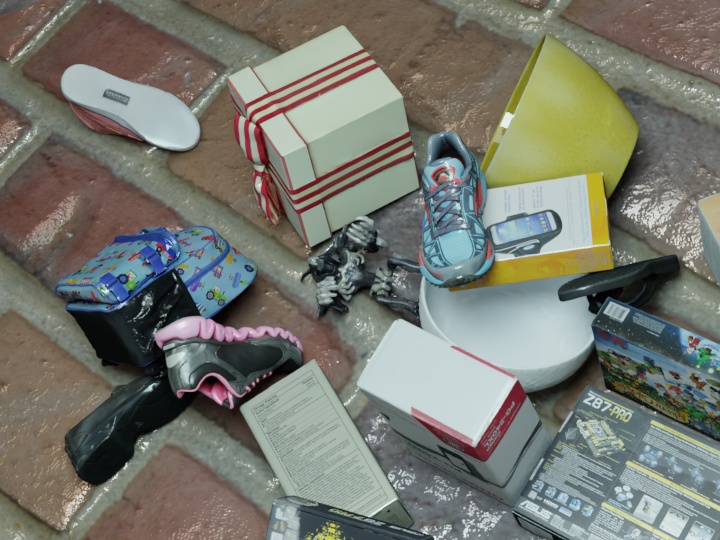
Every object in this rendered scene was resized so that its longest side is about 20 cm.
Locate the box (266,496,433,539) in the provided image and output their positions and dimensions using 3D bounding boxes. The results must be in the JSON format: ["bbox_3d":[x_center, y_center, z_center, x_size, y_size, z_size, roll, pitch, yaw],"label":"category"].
[{"bbox_3d":[-0.025,0.338,1.283,0.160,0.049,0.202,12,92,26],"label":"box"}]

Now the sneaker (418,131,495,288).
[{"bbox_3d":[0.087,-0.067,1.354,0.079,0.096,0.201,-14,40,12],"label":"sneaker"}]

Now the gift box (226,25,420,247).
[{"bbox_3d":[-0.058,-0.162,1.594,0.186,0.185,0.200,-28,46,-11],"label":"gift box"}]

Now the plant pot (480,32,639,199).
[{"bbox_3d":[0.230,-0.147,1.492,0.141,0.200,0.201,25,66,0],"label":"plant pot"}]

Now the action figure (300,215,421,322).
[{"bbox_3d":[0.000,0.000,1.509,0.199,0.102,0.120,10,73,32],"label":"action figure"}]

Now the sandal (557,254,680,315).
[{"bbox_3d":[0.279,0.019,1.373,0.075,0.200,0.048,-13,90,42],"label":"sandal"}]

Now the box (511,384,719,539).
[{"bbox_3d":[0.275,0.224,1.309,0.199,0.049,0.162,24,71,30],"label":"box"}]

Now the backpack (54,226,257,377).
[{"bbox_3d":[-0.229,0.015,1.536,0.200,0.135,0.182,-38,20,-24],"label":"backpack"}]

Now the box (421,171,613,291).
[{"bbox_3d":[0.165,-0.040,1.399,0.198,0.042,0.120,-9,41,14],"label":"box"}]

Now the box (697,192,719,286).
[{"bbox_3d":[0.457,0.004,1.349,0.151,0.107,0.201,-22,54,4],"label":"box"}]

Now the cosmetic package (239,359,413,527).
[{"bbox_3d":[-0.038,0.208,1.413,0.103,0.073,0.201,-32,54,-2],"label":"cosmetic package"}]

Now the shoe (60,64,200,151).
[{"bbox_3d":[-0.307,-0.212,1.776,0.199,0.091,0.072,24,79,-2],"label":"shoe"}]

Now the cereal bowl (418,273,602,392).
[{"bbox_3d":[0.158,0.056,1.417,0.198,0.084,0.201,2,46,-2],"label":"cereal bowl"}]

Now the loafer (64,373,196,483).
[{"bbox_3d":[-0.265,0.153,1.529,0.200,0.073,0.072,-41,51,-10],"label":"loafer"}]

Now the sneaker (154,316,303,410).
[{"bbox_3d":[-0.139,0.111,1.455,0.079,0.199,0.096,-31,63,38],"label":"sneaker"}]

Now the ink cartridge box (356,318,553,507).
[{"bbox_3d":[0.101,0.149,1.325,0.145,0.200,0.084,24,73,30],"label":"ink cartridge box"}]

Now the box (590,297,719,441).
[{"bbox_3d":[0.331,0.112,1.305,0.199,0.137,0.038,25,67,31],"label":"box"}]
